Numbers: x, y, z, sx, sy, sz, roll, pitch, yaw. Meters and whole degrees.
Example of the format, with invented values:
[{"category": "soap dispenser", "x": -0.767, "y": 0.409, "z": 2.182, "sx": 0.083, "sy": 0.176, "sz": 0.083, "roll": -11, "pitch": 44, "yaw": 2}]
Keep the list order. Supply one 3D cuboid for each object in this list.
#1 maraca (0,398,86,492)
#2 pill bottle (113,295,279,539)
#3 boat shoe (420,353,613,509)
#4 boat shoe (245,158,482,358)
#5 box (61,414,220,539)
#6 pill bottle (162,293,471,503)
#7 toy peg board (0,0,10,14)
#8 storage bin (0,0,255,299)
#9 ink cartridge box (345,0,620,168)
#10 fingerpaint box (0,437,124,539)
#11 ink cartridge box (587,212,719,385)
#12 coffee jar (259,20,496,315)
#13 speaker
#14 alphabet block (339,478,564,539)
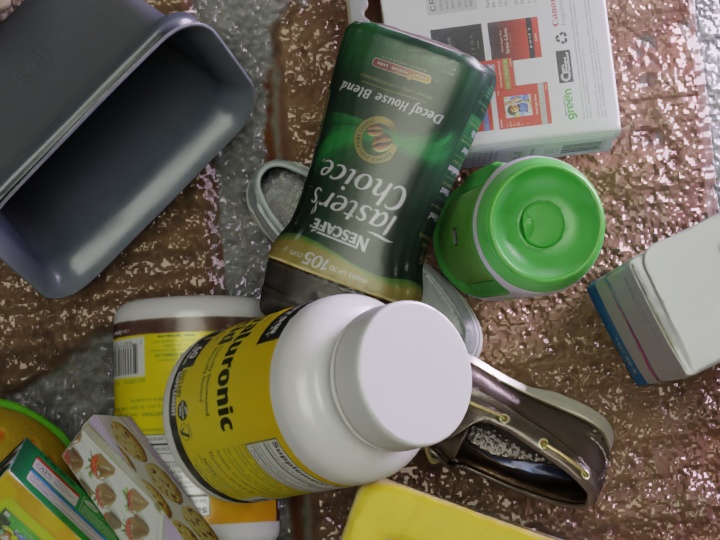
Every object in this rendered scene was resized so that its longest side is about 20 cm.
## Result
[{"category": "maraca", "x": -0.233, "y": 0.160, "z": 1.259, "sx": 0.199, "sy": 0.107, "sz": 0.138, "roll": 24, "pitch": 88, "yaw": -23}, {"category": "pill bottle", "x": -0.108, "y": 0.121, "z": 1.257, "sx": 0.108, "sy": 0.109, "sz": 0.202, "roll": -2, "pitch": 85, "yaw": 0}, {"category": "boat shoe", "x": 0.072, "y": 0.103, "z": 1.273, "sx": 0.198, "sy": 0.072, "sz": 0.060, "roll": 21, "pitch": 43, "yaw": -1}, {"category": "boat shoe", "x": 0.000, "y": -0.001, "z": 1.288, "sx": 0.200, "sy": 0.072, "sz": 0.070, "roll": 41, "pitch": 86, "yaw": 3}, {"category": "box", "x": -0.112, "y": 0.172, "z": 1.165, "sx": 0.039, "sy": 0.041, "sz": 0.200, "roll": -50, "pitch": 61, "yaw": 19}, {"category": "pill bottle", "x": -0.025, "y": 0.075, "z": 1.128, "sx": 0.110, "sy": 0.199, "sz": 0.113, "roll": 9, "pitch": 74, "yaw": -35}, {"category": "toy peg board", "x": -0.281, "y": -0.249, "z": 1.264, "sx": 0.097, "sy": 0.199, "sz": 0.201, "roll": -26, "pitch": 93, "yaw": -32}, {"category": "storage bin", "x": -0.189, "y": -0.103, "z": 1.277, "sx": 0.200, "sy": 0.146, "sz": 0.134, "roll": -45, "pitch": 59, "yaw": -4}, {"category": "ink cartridge box", "x": 0.078, "y": -0.176, "z": 1.300, "sx": 0.174, "sy": 0.084, "sz": 0.202, "roll": -6, "pitch": 84, "yaw": 1}, {"category": "fingerpaint box", "x": -0.196, "y": 0.236, "z": 1.177, "sx": 0.200, "sy": 0.073, "sz": 0.167, "roll": 44, "pitch": 98, "yaw": -9}, {"category": "ink cartridge box", "x": 0.237, "y": 0.007, "z": 1.224, "sx": 0.143, "sy": 0.200, "sz": 0.085, "roll": -26, "pitch": 85, "yaw": -2}, {"category": "coffee jar", "x": 0.009, "y": -0.050, "z": 1.211, "sx": 0.103, "sy": 0.085, "sz": 0.202, "roll": 19, "pitch": 90, "yaw": 7}, {"category": "speaker", "x": 0.099, "y": -0.025, "z": 1.223, "sx": 0.087, "sy": 0.200, "sz": 0.090, "roll": 0, "pitch": 88, "yaw": -7}, {"category": "alphabet block", "x": 0.062, "y": 0.248, "z": 1.200, "sx": 0.194, "sy": 0.200, "sz": 0.197, "roll": 17, "pitch": 84, "yaw": 2}]
